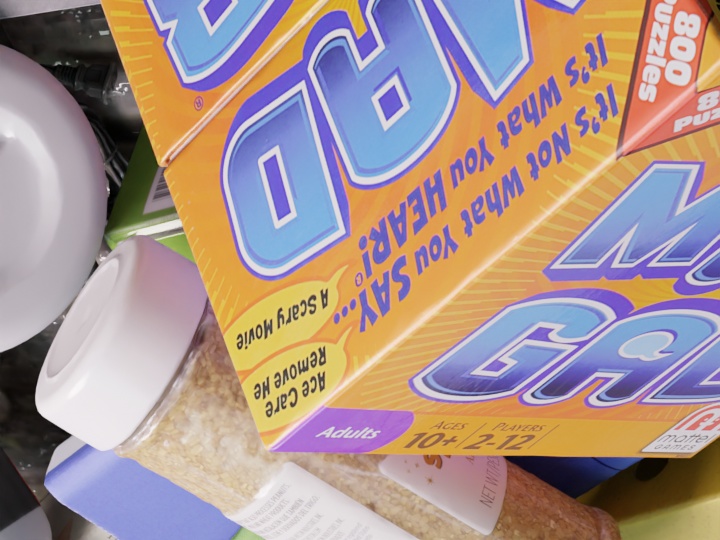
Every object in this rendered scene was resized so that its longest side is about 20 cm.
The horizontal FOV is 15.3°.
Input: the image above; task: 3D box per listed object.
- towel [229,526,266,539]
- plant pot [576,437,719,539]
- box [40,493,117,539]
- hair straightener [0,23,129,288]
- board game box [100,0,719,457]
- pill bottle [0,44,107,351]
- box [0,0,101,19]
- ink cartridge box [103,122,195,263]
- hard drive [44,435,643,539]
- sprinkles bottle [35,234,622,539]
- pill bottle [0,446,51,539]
[{"bbox_3d":[0.024,0.167,1.002,0.199,0.031,0.149,32,135,-5],"label":"towel"},{"bbox_3d":[0.165,0.093,1.022,0.199,0.201,0.176,-20,126,36],"label":"plant pot"},{"bbox_3d":[-0.117,0.152,1.256,0.095,0.078,0.200,31,134,-14],"label":"box"},{"bbox_3d":[-0.127,-0.054,1.079,0.077,0.041,0.201,-13,124,26],"label":"hair straightener"},{"bbox_3d":[0.068,-0.078,0.825,0.199,0.201,0.200,5,145,-44],"label":"board game box"},{"bbox_3d":[-0.176,-0.029,0.989,0.111,0.111,0.200,39,166,-22],"label":"pill bottle"},{"bbox_3d":[-0.165,-0.162,0.922,0.199,0.048,0.159,-4,121,40],"label":"box"},{"bbox_3d":[0.000,0.000,1.022,0.075,0.148,0.200,-14,129,27],"label":"ink cartridge box"},{"bbox_3d":[-0.007,0.064,0.964,0.132,0.025,0.200,35,134,-20],"label":"hard drive"},{"bbox_3d":[-0.009,0.065,0.896,0.199,0.068,0.068,32,134,-17],"label":"sprinkles bottle"},{"bbox_3d":[-0.205,0.104,1.156,0.116,0.116,0.201,-35,89,39],"label":"pill bottle"}]
